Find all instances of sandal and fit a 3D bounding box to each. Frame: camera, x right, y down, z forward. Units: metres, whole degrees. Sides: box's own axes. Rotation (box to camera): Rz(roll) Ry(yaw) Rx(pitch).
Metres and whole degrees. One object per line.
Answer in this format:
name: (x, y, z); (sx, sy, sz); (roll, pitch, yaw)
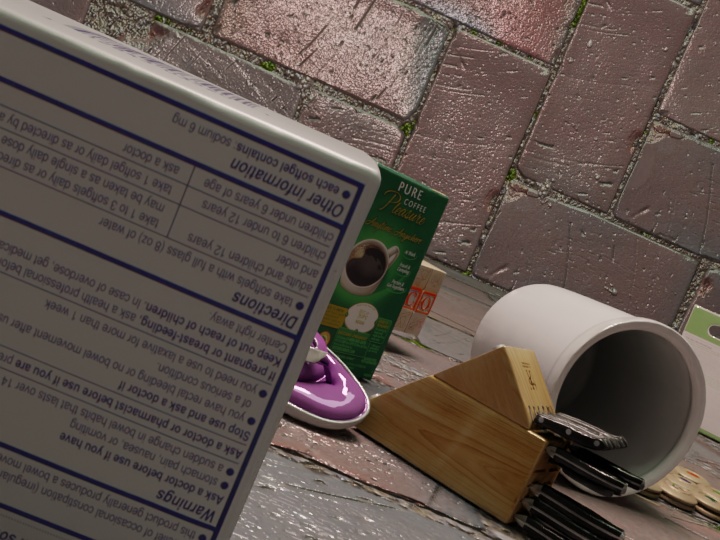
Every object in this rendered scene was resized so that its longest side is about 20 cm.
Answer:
sandal: (-0.072, 0.045, 0.766); (0.202, 0.050, 0.082); (41, 40, 13)

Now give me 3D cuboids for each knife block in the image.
knife block: (0.107, 0.156, 0.747); (0.199, 0.177, 0.064); (-24, -20, 26)

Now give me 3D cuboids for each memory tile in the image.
memory tile: (0.343, 0.235, 1.102); (0.198, 0.017, 0.153); (21, 6, -19)

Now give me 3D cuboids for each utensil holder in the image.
utensil holder: (0.221, 0.111, 0.998); (0.168, 0.172, 0.200); (21, 4, -18)

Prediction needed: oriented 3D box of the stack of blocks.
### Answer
stack of blocks: (0.002, 0.012, 1.249); (0.058, 0.116, 0.199); (16, 10, -47)

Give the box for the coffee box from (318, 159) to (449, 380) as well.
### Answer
coffee box: (0.000, 0.000, 0.933); (0.044, 0.202, 0.122); (28, 8, 41)

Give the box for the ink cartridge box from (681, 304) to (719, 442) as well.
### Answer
ink cartridge box: (0.612, 0.180, 1.711); (0.145, 0.202, 0.048); (26, 9, 28)

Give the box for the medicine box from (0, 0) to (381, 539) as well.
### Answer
medicine box: (-0.113, 0.014, 0.388); (0.181, 0.202, 0.103); (23, 8, -5)
